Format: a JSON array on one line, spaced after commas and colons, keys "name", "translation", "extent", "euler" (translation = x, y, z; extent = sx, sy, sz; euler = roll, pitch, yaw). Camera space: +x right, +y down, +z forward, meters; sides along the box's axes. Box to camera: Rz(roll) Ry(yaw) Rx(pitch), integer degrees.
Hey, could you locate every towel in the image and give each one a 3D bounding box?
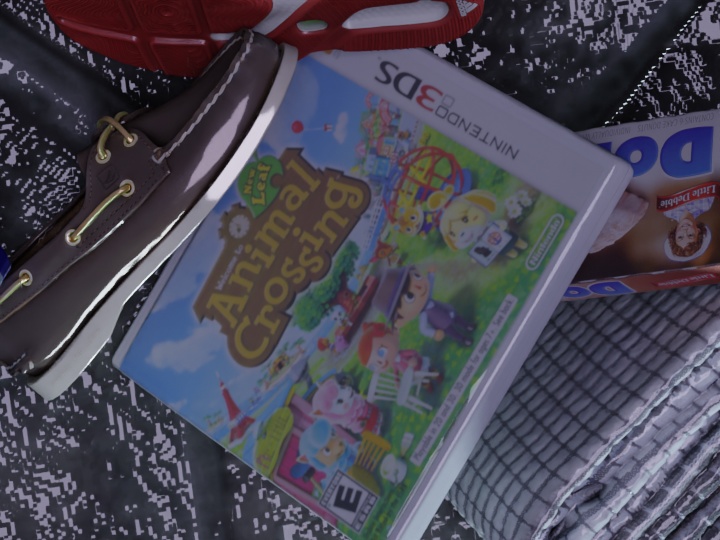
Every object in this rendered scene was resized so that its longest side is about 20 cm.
[{"name": "towel", "translation": [0.132, 0.057, 1.087], "extent": [0.200, 0.166, 0.086], "euler": [-45, 110, 0]}]

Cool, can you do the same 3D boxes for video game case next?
[{"name": "video game case", "translation": [0.000, 0.000, 1.069], "extent": [0.201, 0.182, 0.022], "euler": [-60, 147, 3]}]

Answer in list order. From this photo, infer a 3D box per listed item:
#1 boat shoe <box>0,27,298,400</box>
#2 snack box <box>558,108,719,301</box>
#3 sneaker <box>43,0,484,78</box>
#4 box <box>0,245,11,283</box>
[{"name": "boat shoe", "translation": [-0.105, -0.033, 1.071], "extent": [0.059, 0.072, 0.200], "euler": [36, 108, -13]}, {"name": "snack box", "translation": [0.078, -0.022, 1.062], "extent": [0.024, 0.199, 0.072], "euler": [29, 60, -50]}, {"name": "sneaker", "translation": [-0.040, -0.156, 1.086], "extent": [0.199, 0.078, 0.116], "euler": [1, 62, 8]}, {"name": "box", "translation": [-0.255, 0.040, 0.984], "extent": [0.184, 0.200, 0.105], "euler": [-36, 105, 14]}]
